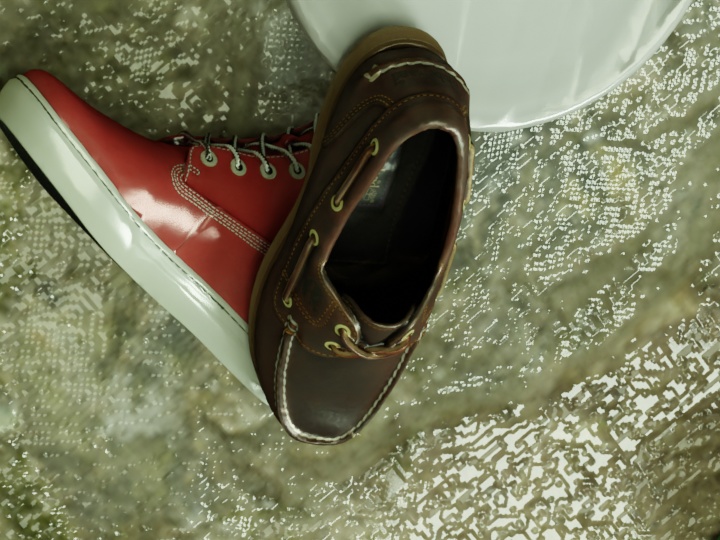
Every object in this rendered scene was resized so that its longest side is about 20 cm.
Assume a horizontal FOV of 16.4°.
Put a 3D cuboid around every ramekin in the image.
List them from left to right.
[{"bbox_3d":[0.046,-0.166,1.052,0.201,0.094,0.204,-6,111,-17],"label":"ramekin"}]

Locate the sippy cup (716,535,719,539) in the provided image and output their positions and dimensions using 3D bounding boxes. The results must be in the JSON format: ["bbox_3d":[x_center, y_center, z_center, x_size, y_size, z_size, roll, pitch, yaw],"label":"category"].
[{"bbox_3d":[0.253,0.185,1.235,0.139,0.130,0.178,-40,116,-2],"label":"sippy cup"}]

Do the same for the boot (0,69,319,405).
[{"bbox_3d":[-0.053,-0.052,1.075,0.144,0.072,0.200,-46,125,1],"label":"boot"}]

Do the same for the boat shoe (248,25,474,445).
[{"bbox_3d":[0.000,0.000,1.029,0.070,0.070,0.201,-1,128,-18],"label":"boat shoe"}]
